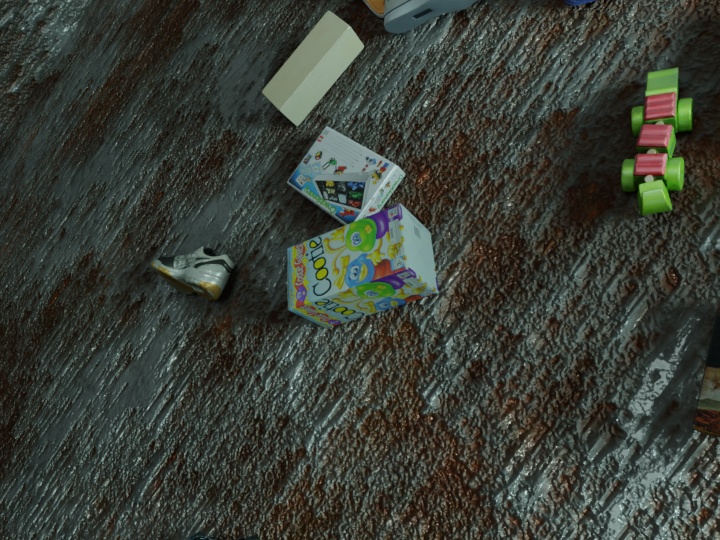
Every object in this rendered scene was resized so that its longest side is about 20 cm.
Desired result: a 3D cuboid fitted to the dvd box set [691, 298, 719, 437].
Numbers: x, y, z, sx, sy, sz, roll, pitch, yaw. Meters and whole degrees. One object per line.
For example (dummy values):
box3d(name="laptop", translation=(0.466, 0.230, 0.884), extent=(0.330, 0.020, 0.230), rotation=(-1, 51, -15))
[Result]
box3d(name="dvd box set", translation=(0.412, 0.099, 0.491), extent=(0.199, 0.029, 0.149), rotation=(7, 77, 60))

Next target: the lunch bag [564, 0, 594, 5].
box3d(name="lunch bag", translation=(0.358, -0.495, 0.809), extent=(0.158, 0.082, 0.204), rotation=(-8, 65, 30))

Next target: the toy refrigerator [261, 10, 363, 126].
box3d(name="toy refrigerator", translation=(-0.091, -0.386, 1.079), extent=(0.200, 0.070, 0.076), rotation=(-49, 58, 8))

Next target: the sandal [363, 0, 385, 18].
box3d(name="sandal", translation=(0.015, -0.572, 1.092), extent=(0.079, 0.059, 0.208), rotation=(-40, 53, 13))

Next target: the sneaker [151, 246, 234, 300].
box3d(name="sneaker", translation=(-0.316, -0.004, 1.073), extent=(0.198, 0.076, 0.088), rotation=(13, 62, 34))

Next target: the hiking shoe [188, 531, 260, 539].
box3d(name="hiking shoe", translation=(-0.224, 0.418, 0.810), extent=(0.199, 0.074, 0.088), rotation=(-34, 55, 18))

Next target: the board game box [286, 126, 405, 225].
box3d(name="board game box", translation=(-0.030, -0.157, 0.956), extent=(0.199, 0.035, 0.127), rotation=(38, 93, 39))

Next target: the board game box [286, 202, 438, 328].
box3d(name="board game box", translation=(0.000, 0.000, 0.822), extent=(0.197, 0.105, 0.105), rotation=(-19, 60, 27))

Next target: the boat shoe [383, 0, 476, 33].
box3d(name="boat shoe", translation=(0.126, -0.489, 0.967), extent=(0.200, 0.074, 0.088), rotation=(-10, 81, 38))

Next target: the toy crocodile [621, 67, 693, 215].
box3d(name="toy crocodile", translation=(0.357, -0.158, 0.674), extent=(0.067, 0.062, 0.203), rotation=(5, 73, 35))
